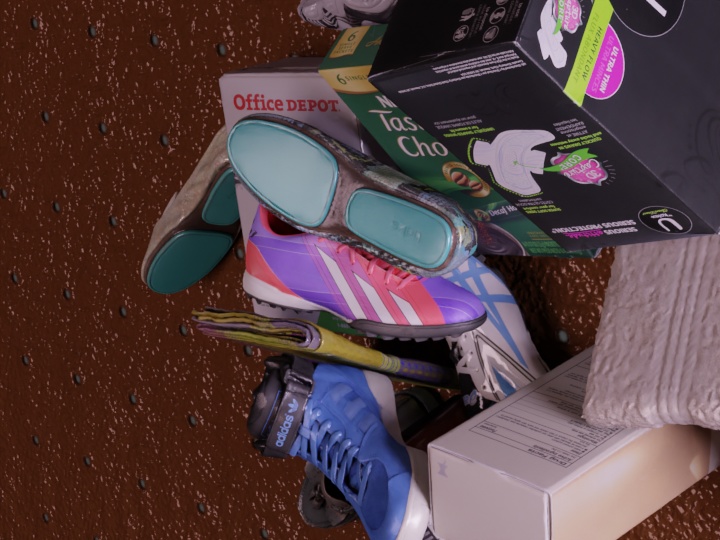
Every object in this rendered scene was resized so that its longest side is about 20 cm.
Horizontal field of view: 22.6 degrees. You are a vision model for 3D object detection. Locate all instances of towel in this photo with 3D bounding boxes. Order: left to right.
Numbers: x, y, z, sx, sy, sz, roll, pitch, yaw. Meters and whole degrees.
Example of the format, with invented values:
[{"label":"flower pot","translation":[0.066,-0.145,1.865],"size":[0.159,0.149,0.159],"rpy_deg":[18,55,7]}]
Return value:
[{"label":"towel","translation":[-0.013,0.060,1.345],"size":[0.143,0.200,0.023],"rpy_deg":[5,81,47]},{"label":"towel","translation":[0.210,0.005,1.121],"size":[0.132,0.034,0.201],"rpy_deg":[-5,64,47]}]

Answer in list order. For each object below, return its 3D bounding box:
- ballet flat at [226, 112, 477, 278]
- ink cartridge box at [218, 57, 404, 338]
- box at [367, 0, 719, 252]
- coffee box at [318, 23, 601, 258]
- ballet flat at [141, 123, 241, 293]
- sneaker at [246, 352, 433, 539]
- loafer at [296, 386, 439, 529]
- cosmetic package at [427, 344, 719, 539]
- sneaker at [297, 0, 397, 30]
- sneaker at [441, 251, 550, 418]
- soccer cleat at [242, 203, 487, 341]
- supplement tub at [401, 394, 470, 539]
[{"label":"ballet flat","translation":[-0.004,-0.051,1.260],"size":[0.200,0.074,0.074],"rpy_deg":[32,127,23]},{"label":"ink cartridge box","translation":[-0.019,-0.060,1.372],"size":[0.146,0.084,0.201],"rpy_deg":[6,110,43]},{"label":"box","translation":[0.131,-0.126,1.075],"size":[0.124,0.149,0.200],"rpy_deg":[-6,145,47]},{"label":"coffee box","translation":[0.073,-0.086,1.218],"size":[0.123,0.044,0.200],"rpy_deg":[3,143,46]},{"label":"ballet flat","translation":[-0.129,-0.056,1.523],"size":[0.200,0.067,0.063],"rpy_deg":[-47,43,42]},{"label":"sneaker","translation":[-0.022,0.122,1.228],"size":[0.200,0.111,0.077],"rpy_deg":[-110,39,-59]},{"label":"loafer","translation":[-0.008,0.157,1.463],"size":[0.072,0.063,0.200],"rpy_deg":[57,137,13]},{"label":"cosmetic package","translation":[0.146,0.119,1.180],"size":[0.105,0.200,0.071],"rpy_deg":[19,123,42]},{"label":"sneaker","translation":[0.028,-0.174,1.276],"size":[0.115,0.075,0.200],"rpy_deg":[41,174,-16]},{"label":"sneaker","translation":[0.089,0.057,1.297],"size":[0.200,0.072,0.072],"rpy_deg":[56,162,5]},{"label":"soccer cleat","translation":[0.000,0.000,1.278],"size":[0.199,0.068,0.074],"rpy_deg":[13,108,34]},{"label":"supplement tub","translation":[0.095,0.198,1.330],"size":[0.200,0.107,0.107],"rpy_deg":[53,137,2]}]
